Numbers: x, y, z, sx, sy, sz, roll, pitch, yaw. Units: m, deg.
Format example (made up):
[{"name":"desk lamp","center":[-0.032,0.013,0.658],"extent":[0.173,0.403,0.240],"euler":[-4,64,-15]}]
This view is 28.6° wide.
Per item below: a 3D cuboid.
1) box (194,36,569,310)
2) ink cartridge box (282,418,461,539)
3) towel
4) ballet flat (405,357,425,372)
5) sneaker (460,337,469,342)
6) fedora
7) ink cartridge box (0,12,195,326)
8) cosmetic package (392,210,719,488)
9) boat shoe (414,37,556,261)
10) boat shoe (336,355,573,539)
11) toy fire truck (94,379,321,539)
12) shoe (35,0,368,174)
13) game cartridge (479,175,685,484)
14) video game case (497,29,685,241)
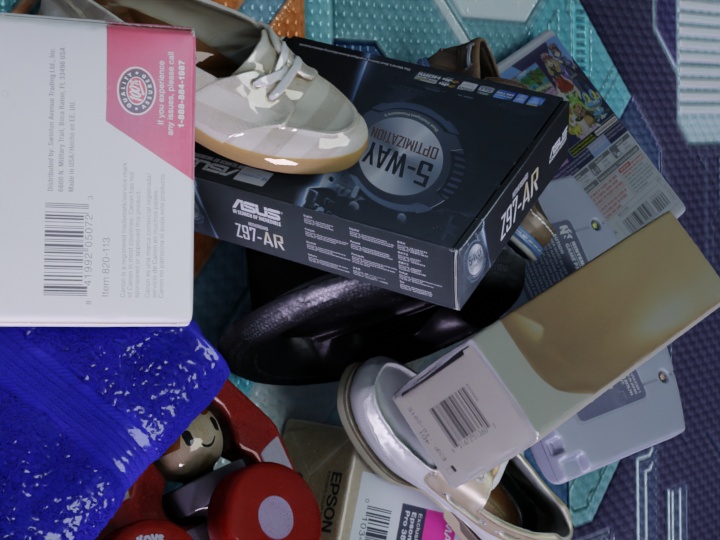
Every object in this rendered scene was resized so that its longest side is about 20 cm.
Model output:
[{"name":"box","center":[0.003,-0.065,0.839],"extent":[0.160,0.199,0.044],"euler":[-50,147,-41]},{"name":"ink cartridge box","center":[0.007,0.215,0.963],"extent":[0.164,0.075,0.201],"euler":[21,76,-44]},{"name":"towel","center":[-0.176,0.070,0.720],"extent":[0.147,0.050,0.200],"euler":[34,55,7]},{"name":"ballet flat","center":[0.026,-0.012,0.978],"extent":[0.072,0.072,0.201],"euler":[-20,107,-44]},{"name":"sneaker","center":[0.119,-0.001,1.087],"extent":[0.199,0.076,0.106],"euler":[3,72,-47]},{"name":"fedora","center":[0.000,0.000,0.895],"extent":[0.200,0.200,0.092],"euler":[9,58,-47]},{"name":"ink cartridge box","center":[-0.184,-0.047,0.680],"extent":[0.199,0.083,0.147],"euler":[2,88,-20]},{"name":"cosmetic package","center":[0.127,0.047,0.883],"extent":[0.200,0.105,0.071],"euler":[-29,82,-38]},{"name":"boat shoe","center":[0.088,-0.091,0.932],"extent":[0.072,0.200,0.072],"euler":[-37,137,12]},{"name":"boat shoe","center":[0.067,0.120,0.921],"extent":[0.200,0.068,0.075],"euler":[43,53,-32]},{"name":"toy fire truck","center":[-0.127,0.118,0.802],"extent":[0.199,0.112,0.169],"euler":[-22,87,-41]},{"name":"shoe","center":[-0.085,-0.113,0.781],"extent":[0.199,0.053,0.070],"euler":[23,49,-5]},{"name":"game cartridge","center":[0.146,0.036,0.984],"extent":[0.133,0.041,0.201],"euler":[-15,77,-30]},{"name":"video game case","center":[0.140,-0.071,1.069],"extent":[0.200,0.023,0.183],"euler":[-37,90,-39]}]
